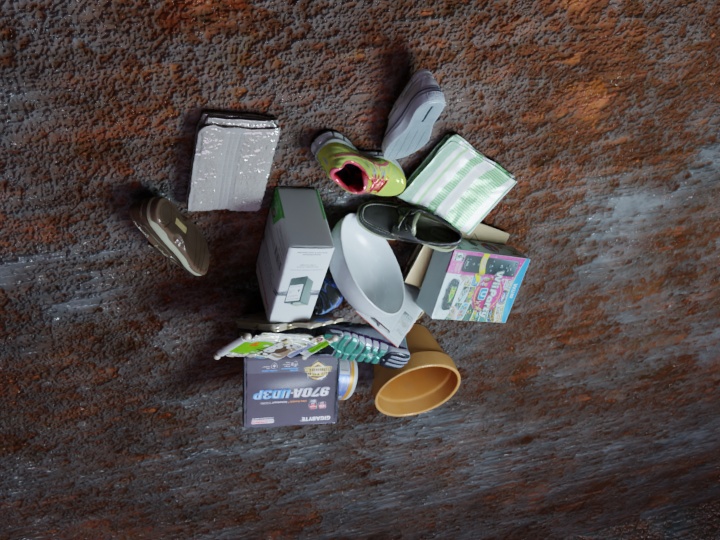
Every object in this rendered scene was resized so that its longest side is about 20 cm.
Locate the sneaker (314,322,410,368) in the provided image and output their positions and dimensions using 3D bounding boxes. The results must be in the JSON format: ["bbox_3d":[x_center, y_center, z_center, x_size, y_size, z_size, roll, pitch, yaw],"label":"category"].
[{"bbox_3d":[0.002,0.127,1.549,0.198,0.088,0.075,19,136,-22],"label":"sneaker"}]

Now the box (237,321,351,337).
[{"bbox_3d":[-0.134,0.129,1.600,0.198,0.052,0.157,-2,178,-22],"label":"box"}]

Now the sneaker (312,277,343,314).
[{"bbox_3d":[-0.070,0.040,1.521,0.078,0.076,0.200,-13,-175,-20],"label":"sneaker"}]

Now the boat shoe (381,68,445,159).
[{"bbox_3d":[0.084,-0.251,1.291,0.073,0.068,0.200,-5,162,-24],"label":"boat shoe"}]

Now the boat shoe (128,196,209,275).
[{"bbox_3d":[-0.327,-0.059,1.364,0.074,0.075,0.203,-1,146,17],"label":"boat shoe"}]

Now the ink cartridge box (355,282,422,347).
[{"bbox_3d":[0.054,0.077,1.546,0.109,0.200,0.050,40,125,0],"label":"ink cartridge box"}]

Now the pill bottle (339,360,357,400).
[{"bbox_3d":[-0.115,0.222,1.736,0.198,0.113,0.112,8,135,-29],"label":"pill bottle"}]

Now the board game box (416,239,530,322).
[{"bbox_3d":[0.223,0.021,1.578,0.198,0.064,0.149,5,113,-34],"label":"board game box"}]

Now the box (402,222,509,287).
[{"bbox_3d":[0.191,-0.028,1.587,0.198,0.021,0.165,17,106,-36],"label":"box"}]

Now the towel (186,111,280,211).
[{"bbox_3d":[-0.209,-0.169,1.295,0.131,0.035,0.201,-1,138,-20],"label":"towel"}]

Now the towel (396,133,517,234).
[{"bbox_3d":[0.181,-0.154,1.461,0.199,0.023,0.153,24,116,-40],"label":"towel"}]

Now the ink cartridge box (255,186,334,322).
[{"bbox_3d":[-0.121,-0.025,1.414,0.083,0.147,0.201,-1,139,-21],"label":"ink cartridge box"}]

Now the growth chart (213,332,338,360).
[{"bbox_3d":[-0.158,0.141,1.463,0.198,0.018,0.145,4,155,-30],"label":"growth chart"}]

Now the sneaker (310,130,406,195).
[{"bbox_3d":[0.003,-0.158,1.349,0.198,0.091,0.078,16,129,-38],"label":"sneaker"}]

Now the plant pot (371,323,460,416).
[{"bbox_3d":[0.110,0.216,1.798,0.198,0.141,0.201,-12,141,-10],"label":"plant pot"}]

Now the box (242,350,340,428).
[{"bbox_3d":[-0.144,0.238,1.641,0.197,0.046,0.161,0,107,-13],"label":"box"}]

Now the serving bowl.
[{"bbox_3d":[0.000,0.000,1.455,0.065,0.202,0.200,-27,142,26],"label":"serving bowl"}]

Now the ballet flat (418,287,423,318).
[{"bbox_3d":[0.153,0.029,1.653,0.068,0.063,0.201,9,134,-30],"label":"ballet flat"}]

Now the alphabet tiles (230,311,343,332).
[{"bbox_3d":[-0.140,0.095,1.514,0.194,0.015,0.199,2,-176,30],"label":"alphabet tiles"}]

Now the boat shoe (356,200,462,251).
[{"bbox_3d":[0.093,-0.086,1.445,0.198,0.073,0.066,17,169,-8],"label":"boat shoe"}]
